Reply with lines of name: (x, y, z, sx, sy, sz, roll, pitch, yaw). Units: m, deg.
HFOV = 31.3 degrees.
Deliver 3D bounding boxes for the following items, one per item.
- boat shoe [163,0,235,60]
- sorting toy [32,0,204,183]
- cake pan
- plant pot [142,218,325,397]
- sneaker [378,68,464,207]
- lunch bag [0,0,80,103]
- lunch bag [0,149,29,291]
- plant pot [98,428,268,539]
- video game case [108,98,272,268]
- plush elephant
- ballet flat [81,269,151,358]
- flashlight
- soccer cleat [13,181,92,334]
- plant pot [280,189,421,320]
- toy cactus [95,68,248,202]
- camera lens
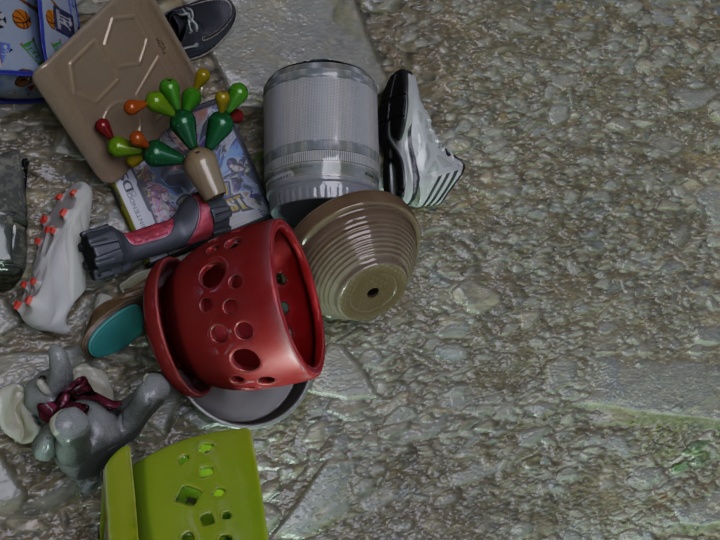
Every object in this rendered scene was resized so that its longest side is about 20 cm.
boat shoe: (-0.246, -0.326, 1.768, 0.199, 0.063, 0.073, -34, 92, -26)
sorting toy: (-0.312, -0.244, 1.671, 0.200, 0.036, 0.186, -49, 129, -25)
cake pan: (-0.158, 0.112, 1.709, 0.198, 0.037, 0.202, 6, 75, -22)
plant pot: (-0.155, 0.054, 1.582, 0.181, 0.200, 0.202, -15, 81, 14)
sneaker: (0.091, -0.190, 1.884, 0.114, 0.075, 0.203, 3, 83, -31)
lunch bag: (-0.449, -0.308, 1.649, 0.199, 0.123, 0.172, -2, 77, -38)
lunch bag: (-0.499, -0.069, 1.552, 0.198, 0.139, 0.170, 2, 76, -23)
plant pot: (-0.214, 0.324, 1.518, 0.180, 0.200, 0.201, 0, 43, -16)
video game case: (-0.237, -0.122, 1.742, 0.199, 0.025, 0.182, -23, 87, -26)
plush elephant: (-0.349, 0.164, 1.559, 0.164, 0.201, 0.155, -25, 64, -39)
ballet flat: (-0.294, 0.042, 1.653, 0.072, 0.068, 0.200, 29, 50, 31)
flashlight: (-0.263, -0.052, 1.651, 0.199, 0.068, 0.068, -17, 45, -32)
soccer cleat: (-0.376, -0.015, 1.639, 0.077, 0.069, 0.202, 32, 63, -36)
plant pot: (0.000, 0.000, 1.708, 0.199, 0.202, 0.093, -8, 45, -25)
toy cactus: (-0.226, -0.166, 1.661, 0.199, 0.102, 0.166, -24, 88, -25)
camera lens: (-0.054, -0.175, 1.758, 0.158, 0.160, 0.202, 4, 75, -22)
